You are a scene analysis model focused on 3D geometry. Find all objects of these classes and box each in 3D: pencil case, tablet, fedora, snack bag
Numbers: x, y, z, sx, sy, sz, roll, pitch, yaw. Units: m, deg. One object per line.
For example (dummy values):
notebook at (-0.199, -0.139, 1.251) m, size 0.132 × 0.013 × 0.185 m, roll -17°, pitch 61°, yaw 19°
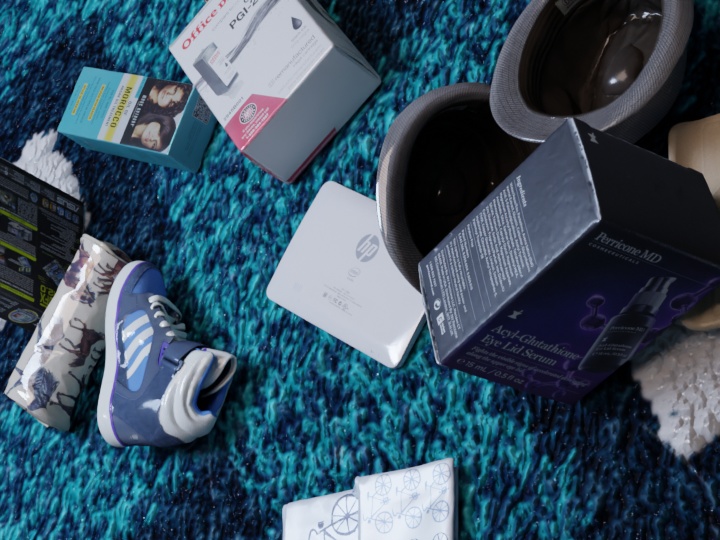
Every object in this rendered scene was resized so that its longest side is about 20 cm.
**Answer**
pencil case at (-0.295, 0.066, 1.797) m, size 0.077 × 0.089 × 0.202 m, roll 25°, pitch 86°, yaw 16°
tablet at (0.000, 0.000, 1.622) m, size 0.199 × 0.014 × 0.131 m, roll 27°, pitch 88°, yaw 44°
fedora at (0.083, -0.058, 1.503) m, size 0.090 × 0.175 × 0.202 m, roll 162°, pitch 108°, yaw -68°
fedora at (0.208, -0.168, 1.463) m, size 0.176 × 0.090 × 0.202 m, roll 0°, pitch 61°, yaw 38°
snack bag at (0.000, 0.266, 1.484) m, size 0.199 × 0.021 × 0.191 m, roll -16°, pitch 60°, yaw 35°

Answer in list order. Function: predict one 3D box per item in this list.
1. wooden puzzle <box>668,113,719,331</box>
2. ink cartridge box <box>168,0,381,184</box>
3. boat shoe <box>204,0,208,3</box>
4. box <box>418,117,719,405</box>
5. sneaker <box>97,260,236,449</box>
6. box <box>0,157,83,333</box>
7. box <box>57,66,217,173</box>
wooden puzzle at (0.339, -0.054, 1.349) m, size 0.198 × 0.037 × 0.187 m, roll -13°, pitch 61°, yaw 30°
ink cartridge box at (-0.089, -0.209, 1.752) m, size 0.146 × 0.085 × 0.200 m, roll -47°, pitch 45°, yaw 12°
boat shoe at (-0.162, -0.333, 1.898) m, size 0.072 × 0.072 × 0.201 m, roll -57°, pitch 48°, yaw 47°
box at (0.164, -0.002, 1.354) m, size 0.200 × 0.147 × 0.105 m, roll -45°, pitch 40°, yaw 37°
sneaker at (-0.175, 0.076, 1.696) m, size 0.145 × 0.081 × 0.202 m, roll -10°, pitch 60°, yaw 28°
box at (-0.377, -0.034, 1.829) m, size 0.044 × 0.199 × 0.162 m, roll -22°, pitch 57°, yaw 31°
box at (-0.240, -0.165, 1.882) m, size 0.199 × 0.049 × 0.083 m, roll 14°, pitch 78°, yaw 44°
